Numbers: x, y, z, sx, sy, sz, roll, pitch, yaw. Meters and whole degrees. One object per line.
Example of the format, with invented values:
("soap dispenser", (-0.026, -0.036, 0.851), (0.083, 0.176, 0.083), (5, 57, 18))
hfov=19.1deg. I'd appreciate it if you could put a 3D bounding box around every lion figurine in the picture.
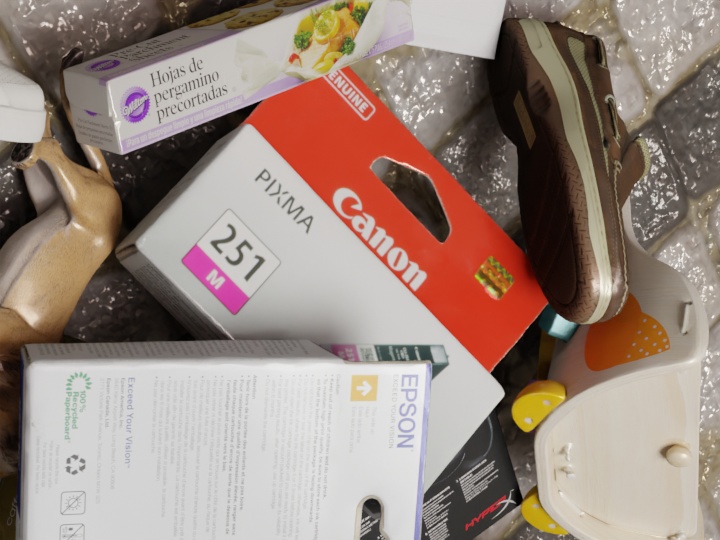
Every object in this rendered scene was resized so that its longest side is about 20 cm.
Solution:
("lion figurine", (-0.163, 0.001, 1.068), (0.201, 0.072, 0.123), (-57, 135, -14))

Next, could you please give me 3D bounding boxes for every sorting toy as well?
("sorting toy", (0.146, 0.044, 1.248), (0.201, 0.106, 0.181), (81, 11, -49))

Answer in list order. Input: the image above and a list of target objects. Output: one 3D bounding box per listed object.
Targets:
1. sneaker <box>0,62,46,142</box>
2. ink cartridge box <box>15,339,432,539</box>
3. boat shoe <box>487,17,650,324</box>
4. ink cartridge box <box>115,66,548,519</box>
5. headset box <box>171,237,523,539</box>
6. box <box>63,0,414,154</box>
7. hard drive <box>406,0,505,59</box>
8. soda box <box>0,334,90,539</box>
("sneaker", (-0.222, -0.134, 0.970), (0.199, 0.074, 0.116), (18, 92, -26))
("ink cartridge box", (-0.071, 0.132, 1.060), (0.199, 0.043, 0.198), (0, 105, -15))
("boat shoe", (0.129, -0.060, 1.187), (0.074, 0.203, 0.075), (2, 146, -18))
("ink cartridge box", (0.000, 0.000, 1.119), (0.200, 0.044, 0.174), (46, 67, -11))
("headset box", (-0.007, 0.078, 1.199), (0.148, 0.075, 0.201), (-33, 120, -25))
("box", (-0.057, -0.110, 1.087), (0.199, 0.041, 0.039), (-25, 117, -35))
("hard drive", (0.039, -0.225, 1.178), (0.131, 0.025, 0.201), (5, 100, -37))
("soda box", (-0.154, 0.140, 1.114), (0.064, 0.068, 0.201), (22, 90, -38))
